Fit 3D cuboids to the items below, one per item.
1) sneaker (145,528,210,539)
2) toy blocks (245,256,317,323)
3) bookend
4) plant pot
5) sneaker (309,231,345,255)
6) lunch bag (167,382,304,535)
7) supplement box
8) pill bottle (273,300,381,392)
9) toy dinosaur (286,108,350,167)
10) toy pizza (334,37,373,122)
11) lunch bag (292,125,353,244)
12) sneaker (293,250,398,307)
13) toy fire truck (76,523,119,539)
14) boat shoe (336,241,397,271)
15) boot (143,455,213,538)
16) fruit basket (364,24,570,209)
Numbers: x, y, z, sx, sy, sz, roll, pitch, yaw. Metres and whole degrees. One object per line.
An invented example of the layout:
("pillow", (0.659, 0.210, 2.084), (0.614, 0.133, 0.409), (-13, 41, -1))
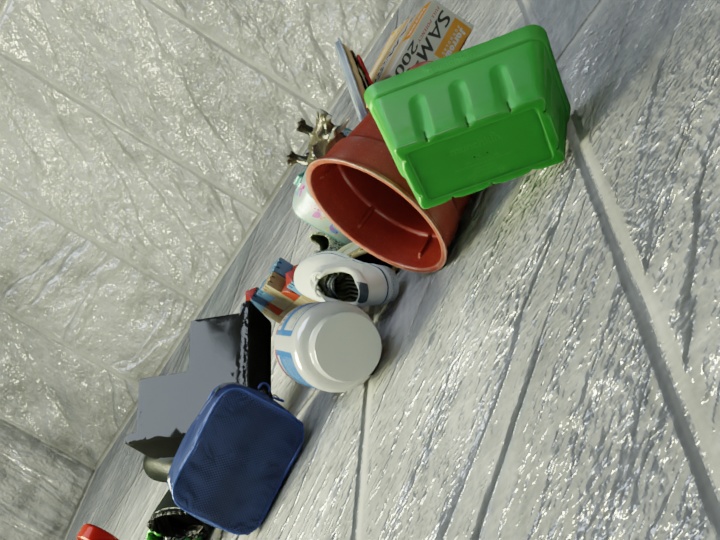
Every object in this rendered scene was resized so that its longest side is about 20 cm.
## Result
("sneaker", (-0.274, 0.392, 1.727), (0.078, 0.085, 0.201), (-49, 14, 42))
("toy blocks", (-0.093, 0.038, 1.728), (0.200, 0.136, 0.100), (-39, 22, 59))
("bookend", (-0.242, 0.168, 1.706), (0.092, 0.199, 0.200), (54, -150, -60))
("plant pot", (0.069, -0.135, 1.379), (0.196, 0.200, 0.201), (-54, 9, -22))
("sneaker", (-0.037, -0.050, 1.838), (0.077, 0.088, 0.200), (-53, 12, 26))
("lunch bag", (-0.169, 0.243, 1.522), (0.201, 0.135, 0.132), (-61, 11, -11))
("supplement box", (0.071, -0.292, 1.600), (0.127, 0.073, 0.200), (-61, 12, -9))
("pill bottle", (-0.038, 0.094, 1.405), (0.113, 0.112, 0.200), (-60, 11, -8))
("toy dinosaur", (-0.029, -0.150, 1.485), (0.200, 0.102, 0.077), (28, -93, -59))
("toy pizza", (0.011, -0.221, 1.527), (0.032, 0.201, 0.200), (-19, 15, 1))
("lunch bag", (-0.020, -0.135, 1.803), (0.077, 0.160, 0.200), (-50, 13, 40))
("sneaker", (-0.037, 0.011, 1.515), (0.199, 0.070, 0.074), (1, 94, 51))
("toy fire truck", (-0.348, 0.462, 1.630), (0.168, 0.199, 0.113), (87, -154, -60))
("boat shoe", (0.000, 0.000, 1.576), (0.200, 0.074, 0.067), (-49, 16, 39))
("boot", (-0.273, 0.331, 1.706), (0.197, 0.074, 0.163), (-9, 31, 25))
("fruit basket", (0.118, -0.179, 1.213), (0.214, 0.156, 0.216), (-15, 45, 16))
